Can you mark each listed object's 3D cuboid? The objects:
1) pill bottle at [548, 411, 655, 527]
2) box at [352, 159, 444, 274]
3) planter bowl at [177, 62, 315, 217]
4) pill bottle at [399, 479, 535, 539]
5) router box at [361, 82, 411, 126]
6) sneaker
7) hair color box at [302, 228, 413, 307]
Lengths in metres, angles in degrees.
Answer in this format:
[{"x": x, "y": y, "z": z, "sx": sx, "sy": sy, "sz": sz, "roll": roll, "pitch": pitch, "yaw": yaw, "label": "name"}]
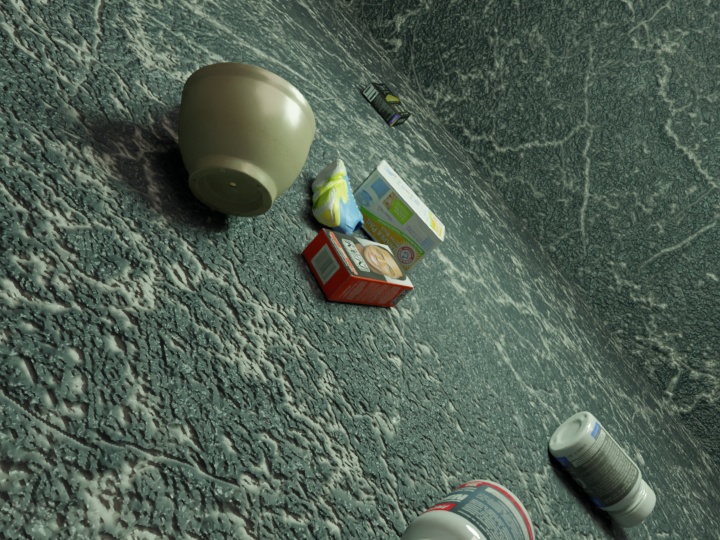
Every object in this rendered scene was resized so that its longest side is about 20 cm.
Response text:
[{"x": 0.477, "y": 0.393, "z": 1.163, "sx": 0.201, "sy": 0.114, "sz": 0.114, "roll": 48, "pitch": 23, "yaw": 3, "label": "pill bottle"}, {"x": 0.073, "y": -0.111, "z": 1.238, "sx": 0.200, "sy": 0.112, "sz": 0.102, "roll": 45, "pitch": 22, "yaw": -6, "label": "box"}, {"x": -0.167, "y": -0.163, "z": 0.824, "sx": 0.198, "sy": 0.197, "sz": 0.139, "roll": 28, "pitch": 57, "yaw": -37, "label": "planter bowl"}, {"x": 0.104, "y": 0.308, "z": 0.625, "sx": 0.121, "sy": 0.119, "sz": 0.198, "roll": 56, "pitch": 24, "yaw": 21, "label": "pill bottle"}, {"x": 0.096, "y": -0.597, "z": 2.118, "sx": 0.158, "sy": 0.052, "sz": 0.200, "roll": 49, "pitch": 23, "yaw": 0, "label": "router box"}, {"x": -0.042, "y": -0.130, "z": 1.134, "sx": 0.106, "sy": 0.074, "sz": 0.203, "roll": 49, "pitch": 27, "yaw": -26, "label": "sneaker"}, {"x": 0.000, "y": 0.000, "z": 1.000, "sx": 0.198, "sy": 0.061, "sz": 0.103, "roll": 11, "pitch": 41, "yaw": -56, "label": "hair color box"}]
